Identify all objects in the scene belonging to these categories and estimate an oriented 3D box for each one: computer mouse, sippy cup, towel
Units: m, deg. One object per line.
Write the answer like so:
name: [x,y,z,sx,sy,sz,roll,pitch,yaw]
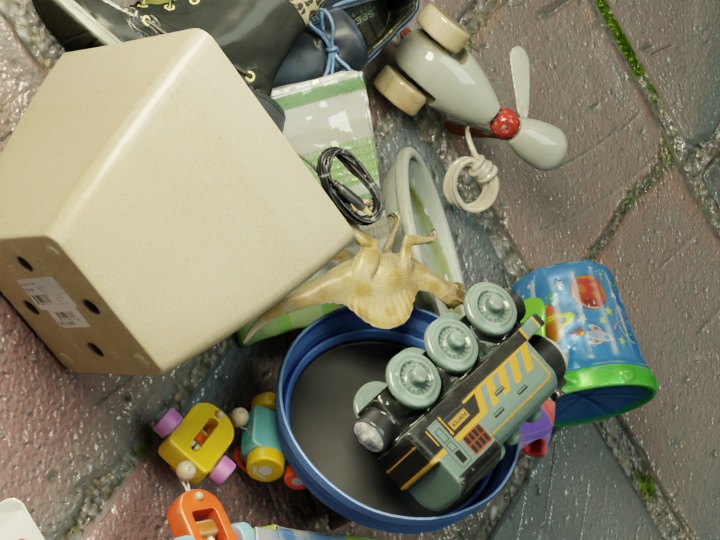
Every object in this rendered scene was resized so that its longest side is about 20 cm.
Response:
computer mouse: [-0.056,-0.093,1.568,0.199,0.034,0.059,30,75,-26]
sippy cup: [0.198,0.065,1.923,0.139,0.178,0.131,-7,71,-8]
towel: [-0.052,-0.052,1.675,0.148,0.031,0.201,-14,106,-17]

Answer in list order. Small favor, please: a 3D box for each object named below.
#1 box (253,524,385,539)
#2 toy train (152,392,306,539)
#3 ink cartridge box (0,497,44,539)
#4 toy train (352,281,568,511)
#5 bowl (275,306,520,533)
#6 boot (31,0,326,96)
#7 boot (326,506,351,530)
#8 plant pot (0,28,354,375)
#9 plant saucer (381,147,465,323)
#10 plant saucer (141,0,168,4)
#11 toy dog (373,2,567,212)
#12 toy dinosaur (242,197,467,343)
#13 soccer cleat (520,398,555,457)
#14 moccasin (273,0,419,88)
box: [-0.028,0.274,1.669,0.199,0.047,0.123,14,70,-46]
toy train: [-0.093,0.172,1.592,0.199,0.056,0.151,-12,65,-48]
ink cartridge box: [-0.271,0.254,1.341,0.200,0.125,0.129,-43,113,-45]
toy train: [0.080,0.095,1.596,0.114,0.085,0.200,48,51,2]
bowl: [0.028,0.117,1.631,0.199,0.039,0.202,10,53,-13]
boot: [-0.137,-0.204,1.590,0.203,0.073,0.154,35,74,-14]
boot: [0.004,0.134,1.732,0.097,0.075,0.200,57,34,-9]
plant pot: [-0.163,-0.032,1.497,0.177,0.199,0.200,-51,119,-27]
plant saucer: [0.048,-0.005,1.787,0.200,0.050,0.201,-14,90,-79]
plant saucer: [-0.113,-0.189,1.699,0.199,0.031,0.201,13,72,-46]
toy dog: [0.095,-0.164,1.884,0.200,0.131,0.096,56,7,-29]
toy dinosaur: [0.000,0.000,1.634,0.199,0.058,0.102,-6,73,-22]
soccer cleat: [0.104,0.132,1.758,0.199,0.068,0.074,-3,92,-53]
moccasin: [-0.025,-0.196,1.722,0.200,0.068,0.081,-46,118,-39]
